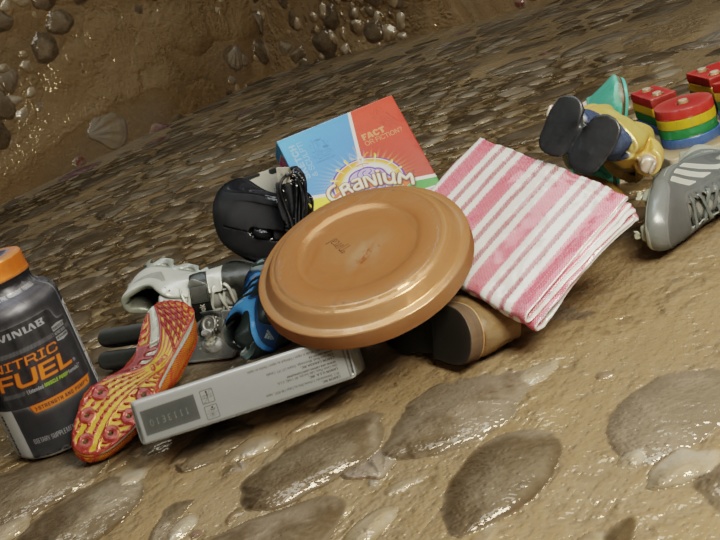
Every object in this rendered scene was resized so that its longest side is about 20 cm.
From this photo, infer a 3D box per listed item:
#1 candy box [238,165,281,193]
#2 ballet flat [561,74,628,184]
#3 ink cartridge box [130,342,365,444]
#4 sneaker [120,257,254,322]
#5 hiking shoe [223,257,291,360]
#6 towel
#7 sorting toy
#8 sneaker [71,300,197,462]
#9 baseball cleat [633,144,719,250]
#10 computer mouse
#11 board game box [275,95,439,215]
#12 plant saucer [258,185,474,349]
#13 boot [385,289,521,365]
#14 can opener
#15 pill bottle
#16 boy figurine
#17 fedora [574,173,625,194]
[{"bbox_3d":[-0.038,-0.076,1.249,0.199,0.137,0.061,-15,2,13],"label":"candy box"},{"bbox_3d":[0.256,-0.144,1.117,0.070,0.068,0.200,-4,-23,10],"label":"ballet flat"},{"bbox_3d":[-0.094,0.104,0.945,0.199,0.044,0.174,-18,-4,5],"label":"ink cartridge box"},{"bbox_3d":[-0.190,0.035,1.181,0.199,0.074,0.089,0,29,25],"label":"sneaker"},{"bbox_3d":[-0.105,0.038,1.008,0.086,0.075,0.200,-33,9,-10],"label":"hiking shoe"},{"bbox_3d":[0.131,-0.038,0.910,0.146,0.030,0.200,-46,44,-12],"label":"towel"},{"bbox_3d":[0.432,-0.201,1.238,0.199,0.070,0.199,-20,18,0],"label":"sorting toy"},{"bbox_3d":[-0.216,0.119,1.008,0.073,0.077,0.200,18,46,16],"label":"sneaker"},{"bbox_3d":[0.342,-0.079,0.979,0.106,0.070,0.200,2,30,34],"label":"baseball cleat"},{"bbox_3d":[-0.124,-0.058,1.171,0.053,0.139,0.200,-18,20,-32],"label":"computer mouse"},{"bbox_3d":[0.012,-0.083,1.143,0.152,0.201,0.040,-24,-16,-14],"label":"board game box"},{"bbox_3d":[0.001,-0.012,0.898,0.199,0.032,0.201,-14,38,11],"label":"plant saucer"},{"bbox_3d":[0.072,0.038,0.943,0.075,0.074,0.200,-12,19,-30],"label":"boot"},{"bbox_3d":[-0.207,0.082,1.143,0.199,0.054,0.067,-9,-12,31],"label":"can opener"},{"bbox_3d":[-0.336,0.079,1.012,0.106,0.201,0.106,-18,18,6],"label":"pill bottle"},{"bbox_3d":[0.238,-0.126,0.978,0.124,0.065,0.200,34,16,24],"label":"boy figurine"},{"bbox_3d":[0.168,-0.036,1.012,0.199,0.082,0.201,-12,19,4],"label":"fedora"}]
